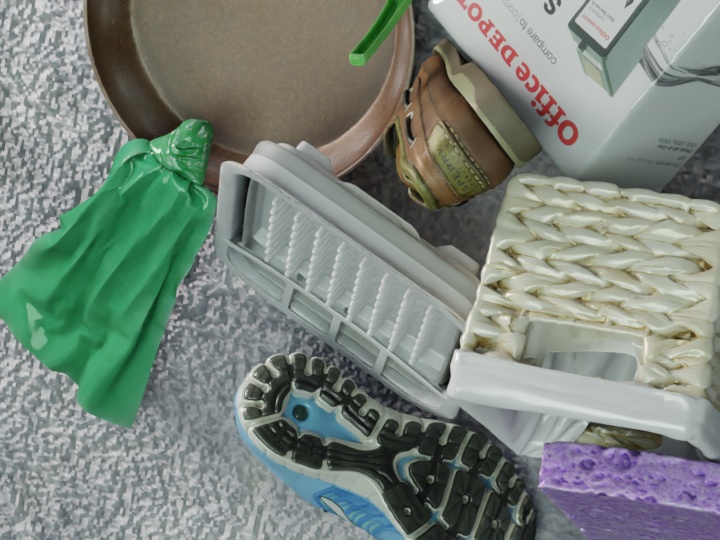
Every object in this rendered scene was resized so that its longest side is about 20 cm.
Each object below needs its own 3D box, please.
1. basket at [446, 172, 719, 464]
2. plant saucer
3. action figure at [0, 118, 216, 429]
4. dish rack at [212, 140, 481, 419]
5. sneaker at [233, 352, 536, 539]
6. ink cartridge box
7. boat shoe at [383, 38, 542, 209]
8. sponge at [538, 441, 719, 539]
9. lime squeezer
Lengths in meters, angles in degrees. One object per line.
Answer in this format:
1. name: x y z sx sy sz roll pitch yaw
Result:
1. basket: 0.136 0.033 1.552 0.135 0.200 0.124 9 80 15
2. plant saucer: -0.059 -0.140 1.667 0.199 0.034 0.202 6 109 17
3. action figure: -0.132 -0.014 1.704 0.118 0.055 0.200 38 129 4
4. dish rack: 0.000 0.000 1.627 0.171 0.200 0.044 36 75 7
5. sneaker: 0.013 0.115 1.708 0.199 0.090 0.079 35 72 -8
6. ink cartridge box: 0.150 -0.158 1.531 0.200 0.084 0.146 -52 58 25
7. boat shoe: 0.042 -0.073 1.557 0.068 0.200 0.072 -38 94 2
8. sponge: 0.167 0.131 1.588 0.111 0.200 0.030 7 77 16
9. lime squeezer: 0.033 -0.183 1.586 0.037 0.071 0.201 13 69 5
